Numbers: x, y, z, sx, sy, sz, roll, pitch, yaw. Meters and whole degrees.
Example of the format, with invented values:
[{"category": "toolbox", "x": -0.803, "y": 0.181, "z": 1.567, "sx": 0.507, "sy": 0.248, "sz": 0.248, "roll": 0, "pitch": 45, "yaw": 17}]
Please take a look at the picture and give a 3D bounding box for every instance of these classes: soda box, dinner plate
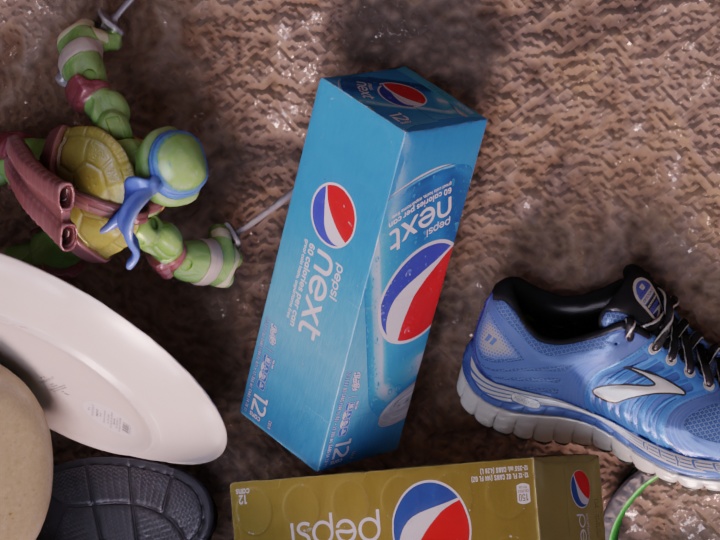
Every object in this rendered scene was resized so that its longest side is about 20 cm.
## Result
[{"category": "soda box", "x": 0.027, "y": 0.136, "z": 1.214, "sx": 0.199, "sy": 0.064, "sz": 0.068, "roll": -9, "pitch": 83, "yaw": 38}, {"category": "soda box", "x": 0.000, "y": 0.000, "z": 1.221, "sx": 0.068, "sy": 0.064, "sz": 0.201, "roll": 35, "pitch": 122, "yaw": 36}, {"category": "dinner plate", "x": -0.162, "y": 0.053, "z": 1.249, "sx": 0.199, "sy": 0.024, "sz": 0.201, "roll": 24, "pitch": 156, "yaw": 11}]

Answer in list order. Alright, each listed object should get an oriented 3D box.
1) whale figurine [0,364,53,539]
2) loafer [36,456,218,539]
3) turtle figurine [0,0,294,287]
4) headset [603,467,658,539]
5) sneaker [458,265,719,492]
[{"category": "whale figurine", "x": -0.260, "y": 0.108, "z": 1.216, "sx": 0.103, "sy": 0.199, "sz": 0.161, "roll": 11, "pitch": 106, "yaw": 51}, {"category": "loafer", "x": -0.173, "y": 0.151, "z": 1.350, "sx": 0.198, "sy": 0.063, "sz": 0.073, "roll": -11, "pitch": 79, "yaw": 13}, {"category": "turtle figurine", "x": -0.123, "y": -0.055, "z": 1.236, "sx": 0.193, "sy": 0.201, "sz": 0.144, "roll": -16, "pitch": 133, "yaw": 39}, {"category": "headset", "x": 0.195, "y": 0.195, "z": 1.254, "sx": 0.123, "sy": 0.094, "sz": 0.202, "roll": -15, "pitch": 97, "yaw": 19}, {"category": "sneaker", "x": 0.152, "y": 0.052, "z": 1.205, "sx": 0.198, "sy": 0.079, "sz": 0.090, "roll": 12, "pitch": 117, "yaw": 8}]
